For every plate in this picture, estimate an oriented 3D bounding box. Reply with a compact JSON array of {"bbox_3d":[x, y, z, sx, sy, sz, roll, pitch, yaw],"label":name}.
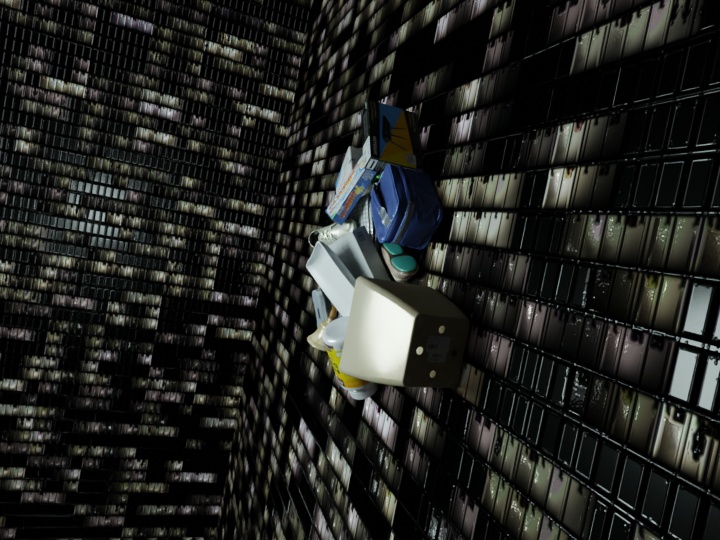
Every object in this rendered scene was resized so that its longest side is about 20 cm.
[{"bbox_3d":[-0.061,0.028,1.375,0.201,0.032,0.200,53,156,6],"label":"plate"}]

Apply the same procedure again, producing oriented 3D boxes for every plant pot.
[{"bbox_3d":[0.099,0.137,1.029,0.177,0.198,0.202,19,99,59],"label":"plant pot"}]

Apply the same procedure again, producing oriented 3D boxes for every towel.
[{"bbox_3d":[0.013,-0.101,1.467,0.165,0.085,0.203,-16,75,53],"label":"towel"}]

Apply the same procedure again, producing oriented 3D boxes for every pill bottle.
[{"bbox_3d":[-0.019,0.223,1.310,0.109,0.108,0.202,-127,17,-63],"label":"pill bottle"}]

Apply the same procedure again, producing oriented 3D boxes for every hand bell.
[{"bbox_3d":[-0.090,0.142,1.637,0.104,0.103,0.202,-130,56,-64],"label":"hand bell"}]

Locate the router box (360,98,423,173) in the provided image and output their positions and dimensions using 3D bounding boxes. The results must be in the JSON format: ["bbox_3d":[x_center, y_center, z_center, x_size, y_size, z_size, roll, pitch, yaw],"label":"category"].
[{"bbox_3d":[0.079,-0.336,1.339,0.051,0.148,0.202,128,145,-53],"label":"router box"}]

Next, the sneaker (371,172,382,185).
[{"bbox_3d":[0.072,-0.265,1.419,0.078,0.084,0.202,120,153,-44],"label":"sneaker"}]

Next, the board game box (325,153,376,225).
[{"bbox_3d":[-0.021,-0.227,1.441,0.201,0.034,0.135,-56,18,6],"label":"board game box"}]

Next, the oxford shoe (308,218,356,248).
[{"bbox_3d":[-0.082,-0.099,1.478,0.199,0.057,0.076,-15,72,50],"label":"oxford shoe"}]

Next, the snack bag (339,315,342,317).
[{"bbox_3d":[-0.026,0.106,1.572,0.200,0.021,0.191,-126,42,-64],"label":"snack bag"}]

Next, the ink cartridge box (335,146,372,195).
[{"bbox_3d":[-0.019,-0.275,1.640,0.201,0.085,0.147,-98,26,-52],"label":"ink cartridge box"}]

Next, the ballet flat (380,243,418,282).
[{"bbox_3d":[0.098,-0.013,1.284,0.200,0.067,0.068,-110,16,-63],"label":"ballet flat"}]

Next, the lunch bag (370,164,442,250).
[{"bbox_3d":[0.095,-0.159,1.237,0.201,0.131,0.137,-102,30,-45],"label":"lunch bag"}]

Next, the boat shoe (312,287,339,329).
[{"bbox_3d":[-0.109,0.152,1.741,0.073,0.068,0.202,5,109,59],"label":"boat shoe"}]

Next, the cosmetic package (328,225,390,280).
[{"bbox_3d":[0.000,0.000,1.373,0.150,0.051,0.202,-24,92,55],"label":"cosmetic package"}]
